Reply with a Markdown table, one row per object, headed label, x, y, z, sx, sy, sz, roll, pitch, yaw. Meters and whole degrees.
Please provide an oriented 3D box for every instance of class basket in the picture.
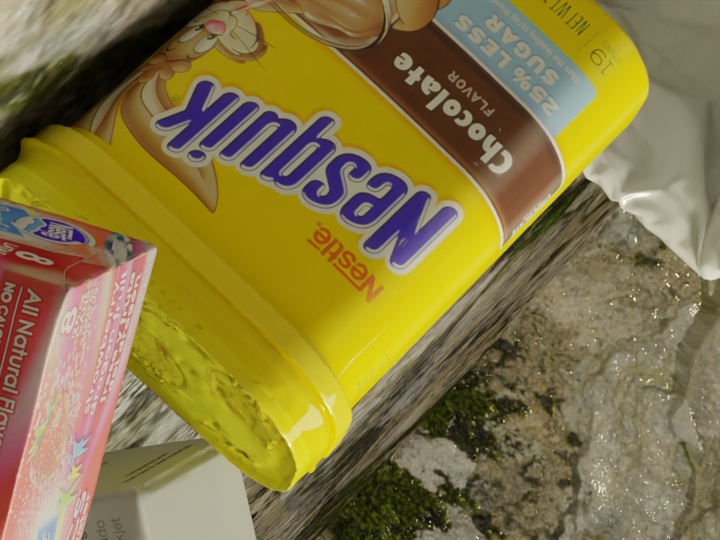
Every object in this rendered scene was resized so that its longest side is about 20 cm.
| label | x | y | z | sx | sy | sz | roll | pitch | yaw |
| --- | --- | --- | --- | --- | --- | --- | --- | --- | --- |
| basket | 0.204 | -0.144 | 1.171 | 0.198 | 0.200 | 0.161 | -50 | 176 | 32 |

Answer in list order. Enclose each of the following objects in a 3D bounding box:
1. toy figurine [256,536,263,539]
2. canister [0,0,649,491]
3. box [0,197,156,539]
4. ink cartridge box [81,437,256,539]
| label | x | y | z | sx | sy | sz | roll | pitch | yaw |
| --- | --- | --- | --- | --- | --- | --- | --- | --- | --- |
| toy figurine | -0.179 | 0.322 | 1.890 | 0.200 | 0.150 | 0.184 | -23 | 165 | 20 |
| canister | -0.010 | -0.043 | 0.752 | 0.200 | 0.149 | 0.087 | -45 | 172 | -21 |
| box | -0.135 | 0.078 | 0.569 | 0.095 | 0.103 | 0.200 | -43 | 150 | -79 |
| ink cartridge box | -0.136 | 0.151 | 0.774 | 0.200 | 0.144 | 0.084 | -10 | -175 | 23 |
